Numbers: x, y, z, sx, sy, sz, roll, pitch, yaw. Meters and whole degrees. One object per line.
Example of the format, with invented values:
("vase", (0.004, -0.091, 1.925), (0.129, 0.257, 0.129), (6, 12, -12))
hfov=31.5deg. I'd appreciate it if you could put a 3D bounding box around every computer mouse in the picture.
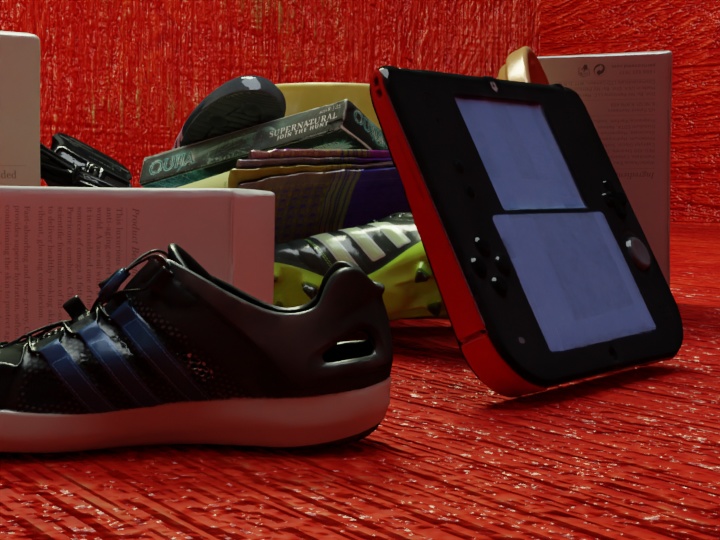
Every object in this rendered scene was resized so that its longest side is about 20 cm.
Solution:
("computer mouse", (-0.241, -0.079, 0.993), (0.140, 0.046, 0.200), (27, 4, -22))

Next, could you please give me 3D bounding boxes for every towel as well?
("towel", (-0.003, -0.017, 0.858), (0.200, 0.144, 0.023), (-1, 38, -23))

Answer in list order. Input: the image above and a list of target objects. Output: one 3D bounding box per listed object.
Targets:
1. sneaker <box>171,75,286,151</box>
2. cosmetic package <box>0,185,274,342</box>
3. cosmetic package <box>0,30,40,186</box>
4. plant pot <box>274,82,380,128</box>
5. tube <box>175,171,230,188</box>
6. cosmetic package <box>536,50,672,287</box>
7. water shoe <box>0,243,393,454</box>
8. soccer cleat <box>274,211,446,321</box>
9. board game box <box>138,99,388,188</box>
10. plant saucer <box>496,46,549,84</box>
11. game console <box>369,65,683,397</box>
("sneaker", (-0.111, -0.119, 1.030), (0.070, 0.082, 0.200), (20, -29, -19))
("cosmetic package", (-0.148, 0.007, 0.647), (0.200, 0.102, 0.071), (2, 4, 14))
("cosmetic package", (-0.320, -0.059, 0.844), (0.165, 0.200, 0.165), (-2, 5, -41))
("plant pot", (-0.030, -0.073, 1.174), (0.200, 0.189, 0.201), (0, 4, 0))
("tube", (-0.134, -0.025, 0.895), (0.200, 0.058, 0.052), (-16, -35, 26))
("cosmetic package", (0.189, -0.068, 1.042), (0.123, 0.200, 0.199), (-1, 3, 12))
("water shoe", (-0.088, 0.028, 0.510), (0.200, 0.079, 0.072), (0, 4, -7))
("soccer cleat", (0.000, 0.000, 0.801), (0.200, 0.068, 0.081), (-7, 29, 18))
("board game box", (-0.054, -0.066, 0.994), (0.200, 0.028, 0.135), (-11, -32, 33))
("plant saucer", (0.125, -0.048, 0.848), (0.037, 0.200, 0.200), (-17, 0, 15))
("game console", (0.096, -0.026, 0.683), (0.031, 0.177, 0.200), (-26, -13, 36))
